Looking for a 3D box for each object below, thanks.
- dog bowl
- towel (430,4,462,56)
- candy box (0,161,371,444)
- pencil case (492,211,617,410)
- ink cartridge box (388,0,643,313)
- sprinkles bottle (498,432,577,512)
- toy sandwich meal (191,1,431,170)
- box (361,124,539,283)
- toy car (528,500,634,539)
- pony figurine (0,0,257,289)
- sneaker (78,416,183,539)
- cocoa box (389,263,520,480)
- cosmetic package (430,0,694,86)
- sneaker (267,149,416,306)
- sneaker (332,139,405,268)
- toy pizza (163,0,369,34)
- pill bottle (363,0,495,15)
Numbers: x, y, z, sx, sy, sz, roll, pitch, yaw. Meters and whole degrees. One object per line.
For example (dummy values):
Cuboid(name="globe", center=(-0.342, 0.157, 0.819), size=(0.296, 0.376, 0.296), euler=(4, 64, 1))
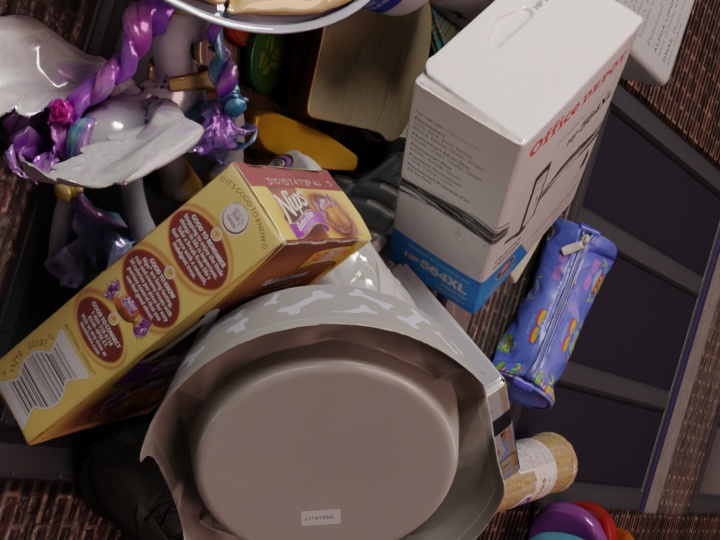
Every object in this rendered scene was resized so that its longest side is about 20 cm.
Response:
Cuboid(name="dog bowl", center=(-0.020, 0.095, 0.608), size=(0.059, 0.200, 0.200), euler=(-97, 175, -57))
Cuboid(name="towel", center=(0.104, -0.231, 0.952), size=(0.147, 0.022, 0.200), euler=(-50, 137, -28))
Cuboid(name="candy box", center=(-0.102, 0.019, 0.631), size=(0.200, 0.057, 0.117), euler=(-39, 168, 21))
Cuboid(name="pencil case", center=(0.194, 0.041, 1.117), size=(0.087, 0.078, 0.200), euler=(83, 32, -74))
Cuboid(name="ink cartridge box", center=(0.100, -0.086, 0.758), size=(0.146, 0.084, 0.200), euler=(-46, 162, -26))
Cuboid(name="sprinkles bottle", center=(0.151, 0.212, 1.133), size=(0.200, 0.068, 0.068), euler=(-2, 104, -52))
Cuboid(name="toy sandwich meal", center=(-0.033, -0.151, 0.762), size=(0.205, 0.070, 0.206), euler=(-22, 120, -47))
Cuboid(name="box", center=(0.084, -0.076, 0.934), size=(0.068, 0.082, 0.200), euler=(-59, 139, -20))
Cuboid(name="toy car", center=(0.252, 0.339, 1.260), size=(0.200, 0.175, 0.150), euler=(6, 63, -52))
Cuboid(name="pony figurine", center=(-0.136, -0.080, 0.611), size=(0.193, 0.166, 0.200), euler=(-38, 152, -38))
Cuboid(name="sneaker", center=(-0.119, 0.179, 0.753), size=(0.076, 0.091, 0.200), euler=(-43, 132, -23))
Cuboid(name="cocoa box", center=(-0.007, 0.120, 0.776), size=(0.200, 0.133, 0.131), euler=(-32, 142, -11))
Cuboid(name="cosmetic package", center=(0.157, -0.262, 0.854), size=(0.200, 0.165, 0.165), euler=(18, 90, -53))
Cuboid(name="sneaker", center=(-0.015, 0.012, 0.715), size=(0.075, 0.200, 0.100), euler=(-37, 149, 27))
Cuboid(name="sneaker", center=(0.000, 0.000, 0.870), size=(0.200, 0.075, 0.115), euler=(-58, 146, -5))
Cuboid(name="toy pizza", center=(-0.058, -0.220, 0.569), size=(0.200, 0.032, 0.201), euler=(6, 75, -25))
Cuboid(name="pill bottle", center=(-0.004, -0.222, 0.681), size=(0.200, 0.112, 0.112), euler=(9, 96, -27))
